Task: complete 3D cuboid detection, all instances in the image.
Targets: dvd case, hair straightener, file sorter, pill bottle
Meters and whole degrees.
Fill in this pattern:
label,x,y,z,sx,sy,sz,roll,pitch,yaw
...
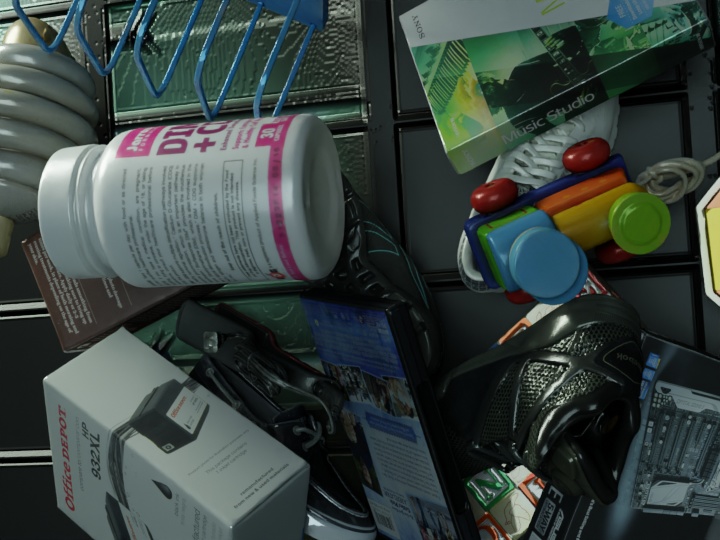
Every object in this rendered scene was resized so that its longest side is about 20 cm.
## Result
label,x,y,z,sx,sy,sz,roll,pitch,yaw
dvd case,0.022,0.112,0.818,0.017,0.142,0.203,-23,103,-24
hair straightener,-0.084,0.070,0.870,0.199,0.076,0.041,33,107,45
file sorter,-0.135,-0.195,0.866,0.197,0.139,0.124,22,82,1
pill bottle,-0.119,-0.046,0.833,0.197,0.113,0.115,-3,89,15

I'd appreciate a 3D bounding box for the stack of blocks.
label,x,y,z,sx,sy,sz,roll,pitch,yaw
stack of blocks,0.131,0.104,0.864,0.200,0.059,0.115,-44,79,11

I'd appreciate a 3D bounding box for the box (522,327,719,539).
label,x,y,z,sx,sy,sz,roll,pitch,yaw
box,0.207,0.152,0.806,0.156,0.050,0.203,20,95,-22

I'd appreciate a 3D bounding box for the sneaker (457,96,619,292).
label,x,y,z,sx,sy,sz,roll,pitch,yaw
sneaker,0.132,-0.074,0.855,0.076,0.080,0.202,25,95,16

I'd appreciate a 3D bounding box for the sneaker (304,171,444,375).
label,x,y,z,sx,sy,sz,roll,pitch,yaw
sneaker,0.000,0.000,0.894,0.075,0.079,0.202,-35,75,19

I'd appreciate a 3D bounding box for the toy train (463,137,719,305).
label,x,y,z,sx,sy,sz,roll,pitch,yaw
toy train,0.173,-0.041,0.766,0.197,0.116,0.086,-23,102,-1

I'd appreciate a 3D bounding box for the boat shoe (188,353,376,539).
label,x,y,z,sx,sy,sz,roll,pitch,yaw
boat shoe,-0.059,0.137,0.915,0.199,0.072,0.068,37,101,20

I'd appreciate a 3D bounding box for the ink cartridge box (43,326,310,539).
label,x,y,z,sx,sy,sz,roll,pitch,yaw
ink cartridge box,-0.139,0.161,0.873,0.199,0.083,0.147,31,134,28

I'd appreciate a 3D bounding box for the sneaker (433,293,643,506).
label,x,y,z,sx,sy,sz,roll,pitch,yaw
sneaker,0.104,0.109,0.759,0.199,0.076,0.115,-36,35,37

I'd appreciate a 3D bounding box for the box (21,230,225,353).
label,x,y,z,sx,sy,sz,roll,pitch,yaw
box,-0.161,-0.022,0.940,0.198,0.075,0.101,-26,83,16

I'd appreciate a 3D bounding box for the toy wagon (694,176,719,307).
label,x,y,z,sx,sy,sz,roll,pitch,yaw
toy wagon,0.338,-0.028,0.817,0.197,0.040,0.158,-7,88,16

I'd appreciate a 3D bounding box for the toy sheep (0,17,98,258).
label,x,y,z,sx,sy,sz,roll,pitch,yaw
toy sheep,-0.277,-0.108,0.941,0.136,0.138,0.204,3,78,15

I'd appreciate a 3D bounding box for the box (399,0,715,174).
label,x,y,z,sx,sy,sz,roll,pitch,yaw
box,0.134,-0.173,0.844,0.198,0.036,0.146,-27,53,15
